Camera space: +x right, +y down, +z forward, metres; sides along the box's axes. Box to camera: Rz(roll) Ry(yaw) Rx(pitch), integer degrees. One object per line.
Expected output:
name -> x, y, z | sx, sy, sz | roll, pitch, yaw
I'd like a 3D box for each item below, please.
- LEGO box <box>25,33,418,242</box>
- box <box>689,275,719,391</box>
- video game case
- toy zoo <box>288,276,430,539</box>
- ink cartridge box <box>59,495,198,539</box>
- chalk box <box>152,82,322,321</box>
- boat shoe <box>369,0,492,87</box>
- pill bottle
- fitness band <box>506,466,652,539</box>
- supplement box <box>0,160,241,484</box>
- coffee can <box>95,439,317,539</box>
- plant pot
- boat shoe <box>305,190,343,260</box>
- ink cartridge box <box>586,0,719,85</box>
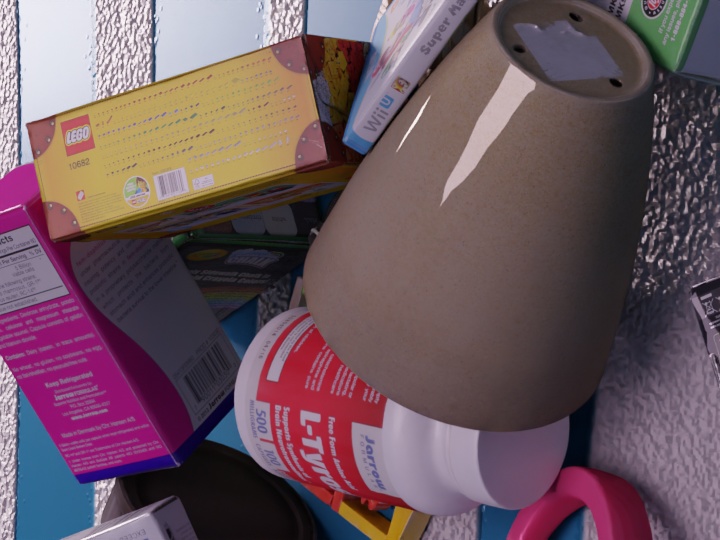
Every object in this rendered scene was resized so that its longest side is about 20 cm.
LEGO box -> -0.078, -0.078, 1.299 | 0.199, 0.149, 0.078 | -15, 86, 25
box -> 0.275, 0.048, 1.026 | 0.199, 0.049, 0.162 | -25, 66, 23
video game case -> 0.056, -0.173, 1.180 | 0.200, 0.018, 0.143 | -53, 13, 33
toy zoo -> 0.004, 0.100, 1.421 | 0.200, 0.020, 0.132 | 33, 112, 46
ink cartridge box -> -0.160, 0.270, 1.397 | 0.199, 0.041, 0.201 | -24, 92, 31
chalk box -> -0.113, -0.052, 1.492 | 0.200, 0.124, 0.125 | -35, 62, 42
boat shoe -> 0.053, -0.164, 1.342 | 0.074, 0.069, 0.201 | 36, 136, 37
pill bottle -> 0.025, 0.087, 1.298 | 0.199, 0.112, 0.113 | 8, 94, 45
fitness band -> 0.122, 0.209, 1.220 | 0.144, 0.037, 0.201 | 125, 152, -44
supplement box -> -0.175, 0.027, 1.404 | 0.103, 0.101, 0.201 | -14, 112, 38
coffee can -> -0.134, 0.239, 1.483 | 0.146, 0.146, 0.201 | 49, 124, 40
plant pot -> 0.084, -0.046, 1.173 | 0.188, 0.186, 0.201 | 58, 142, 34
boat shoe -> 0.000, 0.000, 1.332 | 0.068, 0.072, 0.200 | -44, 16, 12
ink cartridge box -> 0.162, -0.208, 1.198 | 0.200, 0.084, 0.147 | 37, 115, 45
